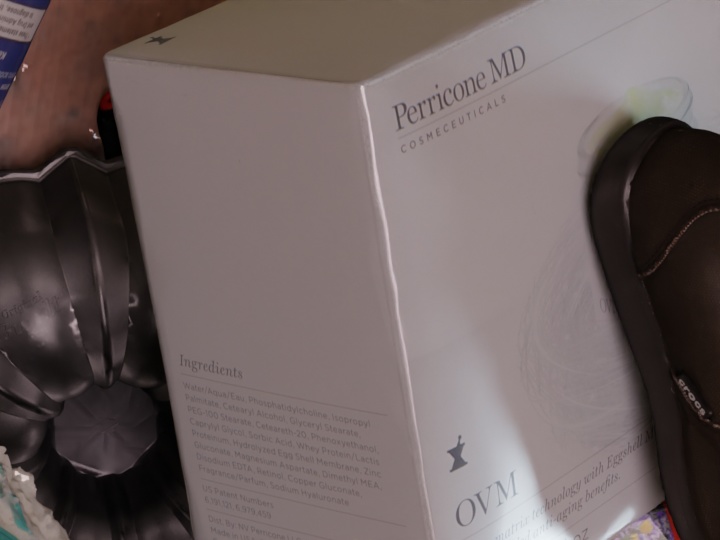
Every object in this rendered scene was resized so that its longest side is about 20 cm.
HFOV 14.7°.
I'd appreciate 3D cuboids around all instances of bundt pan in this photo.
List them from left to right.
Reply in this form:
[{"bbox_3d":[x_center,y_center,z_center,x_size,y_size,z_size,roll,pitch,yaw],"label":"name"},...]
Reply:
[{"bbox_3d":[-0.094,0.061,1.038,0.201,0.076,0.202,-5,112,-12],"label":"bundt pan"}]

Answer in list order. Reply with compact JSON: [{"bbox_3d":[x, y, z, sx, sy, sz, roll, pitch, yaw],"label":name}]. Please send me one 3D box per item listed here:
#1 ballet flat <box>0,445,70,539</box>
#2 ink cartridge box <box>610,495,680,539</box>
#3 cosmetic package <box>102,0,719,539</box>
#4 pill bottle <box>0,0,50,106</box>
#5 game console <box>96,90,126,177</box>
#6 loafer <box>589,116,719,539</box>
[{"bbox_3d":[-0.149,0.077,0.952,0.072,0.072,0.200,-34,116,-7],"label":"ballet flat"},{"bbox_3d":[0.112,0.133,1.011,0.200,0.050,0.109,-17,97,-4],"label":"ink cartridge box"},{"bbox_3d":[0.036,-0.008,0.972,0.199,0.123,0.200,-29,117,-42],"label":"cosmetic package"},{"bbox_3d":[-0.186,-0.053,0.956,0.111,0.111,0.200,23,99,-26],"label":"pill bottle"},{"bbox_3d":[0.000,0.000,1.096,0.176,0.031,0.200,-15,112,-9],"label":"game console"},{"bbox_3d":[0.139,0.042,0.939,0.073,0.071,0.200,-44,121,-32],"label":"loafer"}]
